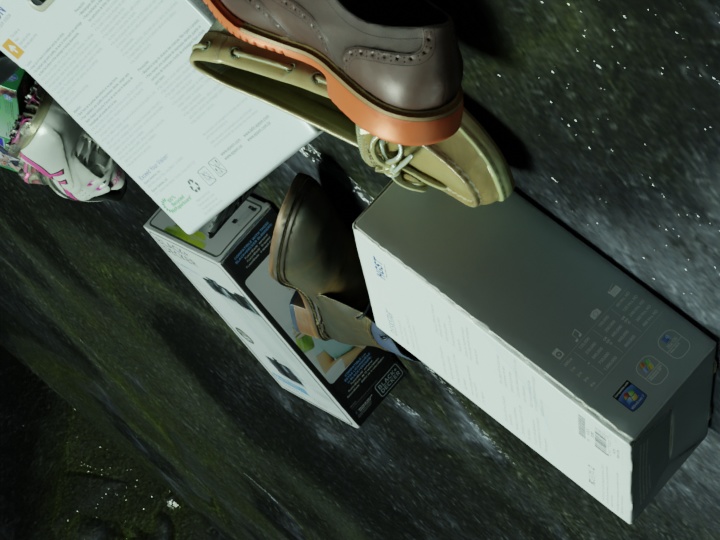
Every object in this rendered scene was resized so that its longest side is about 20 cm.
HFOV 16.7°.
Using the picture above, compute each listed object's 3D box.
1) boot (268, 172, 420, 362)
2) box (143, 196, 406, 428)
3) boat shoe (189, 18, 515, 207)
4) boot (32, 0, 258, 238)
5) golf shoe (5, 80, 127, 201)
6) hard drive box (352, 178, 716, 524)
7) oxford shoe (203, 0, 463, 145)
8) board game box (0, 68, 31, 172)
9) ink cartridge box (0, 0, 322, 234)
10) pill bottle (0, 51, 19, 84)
[{"bbox_3d":[0.000,0.000,1.622,0.097,0.075,0.200,20,161,15],"label":"boot"},{"bbox_3d":[-0.064,0.022,1.854,0.117,0.060,0.200,26,159,51],"label":"box"},{"bbox_3d":[-0.004,-0.086,1.322,0.201,0.063,0.073,37,166,22],"label":"boat shoe"},{"bbox_3d":[-0.154,-0.122,1.638,0.200,0.066,0.165,38,158,7],"label":"boot"},{"bbox_3d":[-0.226,-0.101,1.939,0.092,0.073,0.200,24,172,3],"label":"golf shoe"},{"bbox_3d":[0.098,0.036,1.382,0.200,0.077,0.156,38,166,18],"label":"hard drive box"},{"bbox_3d":[-0.017,-0.142,1.219,0.200,0.071,0.073,38,138,33],"label":"oxford shoe"},{"bbox_3d":[-0.329,-0.142,1.962,0.134,0.029,0.200,21,163,0],"label":"board game box"},{"bbox_3d":[-0.126,-0.130,1.477,0.200,0.041,0.200,44,149,-9],"label":"ink cartridge box"},{"bbox_3d":[-0.310,-0.204,1.624,0.200,0.112,0.112,59,168,6],"label":"pill bottle"}]
